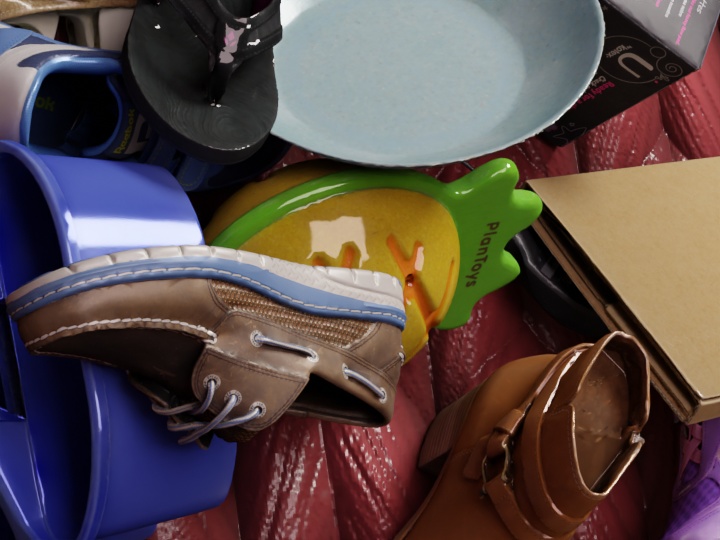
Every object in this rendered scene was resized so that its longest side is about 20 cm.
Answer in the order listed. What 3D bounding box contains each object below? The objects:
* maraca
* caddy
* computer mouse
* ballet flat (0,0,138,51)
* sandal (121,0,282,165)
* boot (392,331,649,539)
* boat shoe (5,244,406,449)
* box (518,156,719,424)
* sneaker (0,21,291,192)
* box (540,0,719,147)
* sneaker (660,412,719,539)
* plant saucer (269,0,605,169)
[{"bbox_3d":[0.000,0.000,1.141,0.199,0.137,0.107,-11,52,-28],"label":"maraca"},{"bbox_3d":[-0.138,0.041,1.036,0.105,0.141,0.201,-2,73,-37],"label":"caddy"},{"bbox_3d":[0.068,-0.035,1.258,0.200,0.034,0.059,45,42,-1],"label":"computer mouse"},{"bbox_3d":[-0.156,-0.128,1.138,0.199,0.068,0.073,-12,99,-34],"label":"ballet flat"},{"bbox_3d":[-0.067,-0.131,1.088,0.075,0.048,0.201,15,45,-13],"label":"sandal"},{"bbox_3d":[0.074,0.129,1.120,0.073,0.155,0.201,20,63,-24],"label":"boot"},{"bbox_3d":[-0.055,0.034,0.964,0.199,0.072,0.073,3,72,-39],"label":"boat shoe"},{"bbox_3d":[0.199,0.003,1.269,0.199,0.021,0.164,-9,51,-41],"label":"box"},{"bbox_3d":[-0.107,-0.071,1.112,0.199,0.082,0.074,3,103,-36],"label":"sneaker"},{"bbox_3d":[0.137,-0.192,1.291,0.114,0.132,0.201,35,58,-18],"label":"box"},{"bbox_3d":[0.201,0.091,1.266,0.088,0.080,0.200,44,51,-2],"label":"sneaker"},{"bbox_3d":[0.019,-0.109,1.140,0.200,0.039,0.202,1,46,-1],"label":"plant saucer"}]
